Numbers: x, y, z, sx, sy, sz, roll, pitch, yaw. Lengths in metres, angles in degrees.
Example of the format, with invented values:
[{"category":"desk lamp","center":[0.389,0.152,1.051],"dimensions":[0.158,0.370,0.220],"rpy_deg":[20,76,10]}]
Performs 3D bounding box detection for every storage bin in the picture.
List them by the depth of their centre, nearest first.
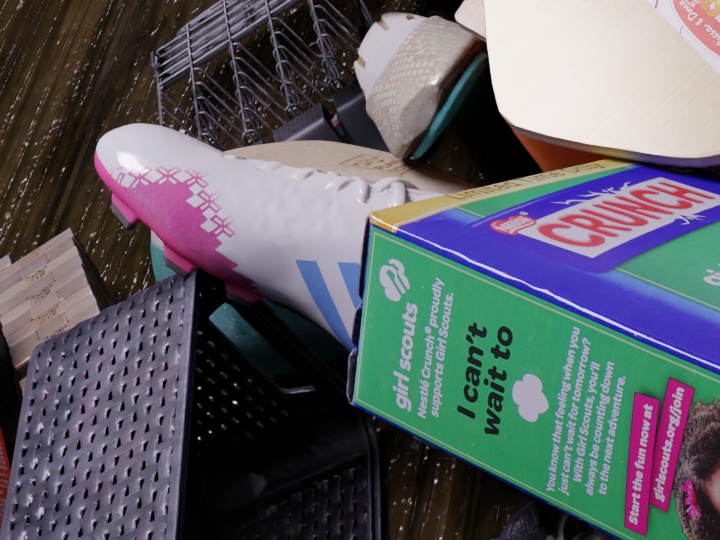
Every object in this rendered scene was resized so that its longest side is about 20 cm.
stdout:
[{"category":"storage bin","center":[-0.065,0.113,0.737],"dimensions":[0.093,0.135,0.201],"rpy_deg":[-26,39,23]}]

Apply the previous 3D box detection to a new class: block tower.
[{"category":"block tower","center":[-0.141,0.053,0.935],"dimensions":[0.058,0.054,0.200],"rpy_deg":[-32,37,-2]}]

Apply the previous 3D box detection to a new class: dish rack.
[{"category":"dish rack","center":[-0.048,-0.101,1.018],"dimensions":[0.153,0.055,0.200],"rpy_deg":[-30,36,12]}]

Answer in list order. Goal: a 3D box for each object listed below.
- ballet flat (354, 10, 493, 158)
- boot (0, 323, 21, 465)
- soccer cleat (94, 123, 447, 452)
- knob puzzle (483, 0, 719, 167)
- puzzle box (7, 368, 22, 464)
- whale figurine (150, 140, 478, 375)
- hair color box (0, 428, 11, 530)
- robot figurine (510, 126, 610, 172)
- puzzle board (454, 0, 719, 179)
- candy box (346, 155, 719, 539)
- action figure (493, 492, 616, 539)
[{"category":"ballet flat","center":[0.025,-0.093,0.860],"dimensions":[0.068,0.062,0.200],"rpy_deg":[-57,-3,10]},{"category":"boot","center":[-0.254,0.109,0.928],"dimensions":[0.200,0.077,0.138],"rpy_deg":[-42,43,3]},{"category":"soccer cleat","center":[-0.008,-0.014,0.729],"dimensions":[0.086,0.200,0.070],"rpy_deg":[-55,2,18]},{"category":"knob puzzle","center":[0.134,-0.121,0.700],"dimensions":[0.219,0.030,0.221],"rpy_deg":[-7,70,21]},{"category":"puzzle box","center":[-0.210,0.145,0.929],"dimensions":[0.133,0.025,0.200],"rpy_deg":[-35,37,7]},{"category":"whale figurine","center":[0.000,0.000,0.844],"dimensions":[0.199,0.104,0.159],"rpy_deg":[6,14,21]},{"category":"hair color box","center":[-0.225,0.096,0.854],"dimensions":[0.111,0.064,0.201],"rpy_deg":[-27,64,17]},{"category":"robot figurine","center":[0.158,-0.106,0.787],"dimensions":[0.199,0.117,0.144],"rpy_deg":[-27,9,16]},{"category":"puzzle board","center":[0.152,-0.145,0.728],"dimensions":[0.150,0.017,0.200],"rpy_deg":[35,88,29]},{"category":"candy box","center":[0.124,0.030,0.603],"dimensions":[0.199,0.077,0.169],"rpy_deg":[22,25,36]},{"category":"action figure","center":[0.093,0.118,0.633],"dimensions":[0.119,0.102,0.200],"rpy_deg":[-42,9,12]}]
